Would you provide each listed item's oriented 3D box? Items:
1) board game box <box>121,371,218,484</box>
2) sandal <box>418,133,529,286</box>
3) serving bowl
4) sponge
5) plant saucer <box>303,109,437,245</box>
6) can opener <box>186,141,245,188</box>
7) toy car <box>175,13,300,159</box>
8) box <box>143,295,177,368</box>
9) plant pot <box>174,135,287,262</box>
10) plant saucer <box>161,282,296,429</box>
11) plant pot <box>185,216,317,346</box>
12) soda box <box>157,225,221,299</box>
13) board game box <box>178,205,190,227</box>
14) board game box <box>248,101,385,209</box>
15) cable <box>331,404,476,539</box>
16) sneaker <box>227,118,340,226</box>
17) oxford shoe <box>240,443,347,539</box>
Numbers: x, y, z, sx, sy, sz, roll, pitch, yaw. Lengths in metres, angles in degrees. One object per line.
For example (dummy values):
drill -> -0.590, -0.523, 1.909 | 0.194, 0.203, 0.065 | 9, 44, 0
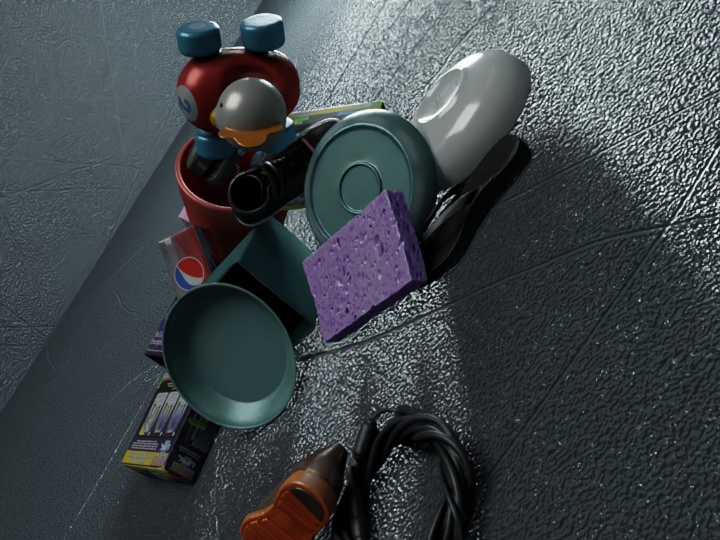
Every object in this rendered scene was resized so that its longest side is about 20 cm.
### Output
board game box -> -0.281, 0.237, 1.275 | 0.199, 0.056, 0.168 | -15, 48, 56
sandal -> 0.111, -0.074, 0.937 | 0.202, 0.043, 0.076 | -55, 24, 4
serving bowl -> 0.123, -0.204, 1.054 | 0.200, 0.065, 0.202 | -42, 27, 27
sponge -> 0.000, 0.000, 0.983 | 0.199, 0.029, 0.114 | -37, 62, 48
plant saucer -> 0.004, -0.103, 1.042 | 0.197, 0.027, 0.205 | -1, 89, 31
can opener -> -0.185, -0.217, 1.268 | 0.063, 0.079, 0.202 | 34, 87, 25
toy car -> -0.165, -0.218, 1.109 | 0.201, 0.173, 0.187 | -101, 6, -56
box -> -0.286, 0.105, 1.430 | 0.199, 0.078, 0.143 | -7, 50, 60
plant pot -> -0.205, -0.111, 1.380 | 0.179, 0.196, 0.203 | 99, -177, -49
plant saucer -> -0.167, 0.109, 1.086 | 0.200, 0.201, 0.036 | -43, -1, 26
plant pot -> -0.145, 0.021, 1.193 | 0.141, 0.141, 0.201 | -42, 19, 27
soda box -> -0.238, 0.038, 1.268 | 0.069, 0.204, 0.063 | -22, -6, 11
board game box -> -0.248, -0.137, 1.563 | 0.202, 0.043, 0.201 | -63, -16, -16
board game box -> -0.064, -0.172, 1.246 | 0.196, 0.057, 0.167 | -5, 46, 19
cable -> 0.030, 0.204, 0.730 | 0.165, 0.050, 0.199 | -59, 24, -7
sneaker -> -0.099, -0.133, 1.112 | 0.199, 0.071, 0.099 | -40, -2, 4
oxford shoe -> -0.063, 0.241, 0.838 | 0.073, 0.071, 0.200 | -51, 1, -44
